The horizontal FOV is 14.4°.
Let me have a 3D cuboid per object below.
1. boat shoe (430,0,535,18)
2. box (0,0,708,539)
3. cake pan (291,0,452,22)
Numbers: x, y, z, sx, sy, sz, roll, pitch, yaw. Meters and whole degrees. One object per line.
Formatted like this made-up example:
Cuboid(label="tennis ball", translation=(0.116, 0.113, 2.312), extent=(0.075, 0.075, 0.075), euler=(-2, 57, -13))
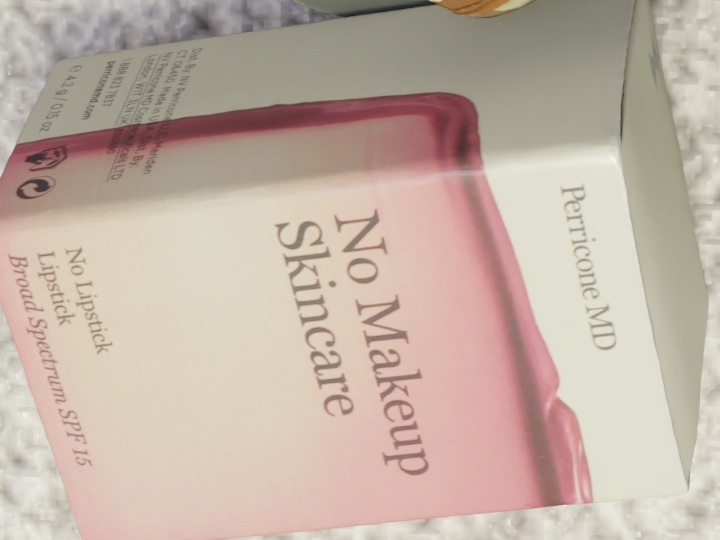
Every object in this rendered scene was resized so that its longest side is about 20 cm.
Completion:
Cuboid(label="boat shoe", translation=(0.062, -0.164, 0.794), extent=(0.076, 0.074, 0.200), euler=(51, 118, 36))
Cuboid(label="box", translation=(0.000, 0.000, 0.894), extent=(0.199, 0.109, 0.128), euler=(-7, 121, 15))
Cuboid(label="cake pan", translation=(0.011, -0.161, 0.881), extent=(0.199, 0.037, 0.201), euler=(4, 120, 7))
